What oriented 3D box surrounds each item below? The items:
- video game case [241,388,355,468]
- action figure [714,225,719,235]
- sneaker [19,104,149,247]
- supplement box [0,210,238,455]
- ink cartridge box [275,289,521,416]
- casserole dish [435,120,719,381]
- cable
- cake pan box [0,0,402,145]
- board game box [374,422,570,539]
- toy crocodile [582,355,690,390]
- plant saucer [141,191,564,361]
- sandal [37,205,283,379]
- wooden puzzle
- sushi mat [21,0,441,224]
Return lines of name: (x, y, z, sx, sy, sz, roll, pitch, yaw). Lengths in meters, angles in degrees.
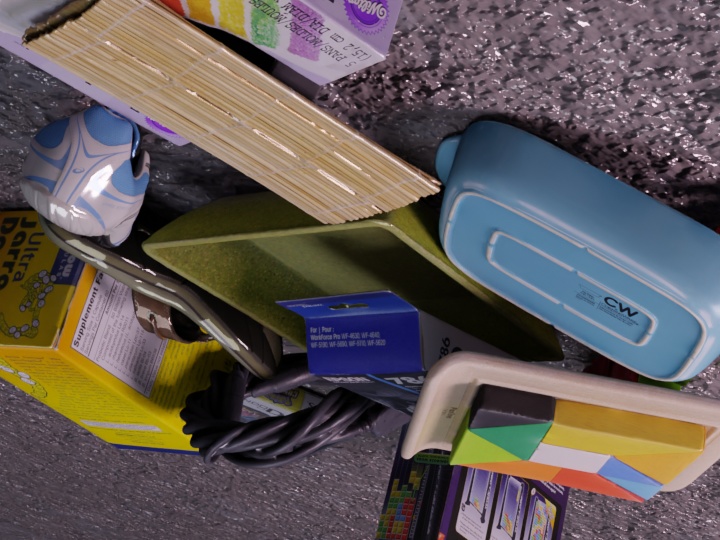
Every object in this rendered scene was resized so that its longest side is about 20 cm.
video game case: (-0.118, 0.126, 1.307, 0.180, 0.026, 0.200, 23, 156, -17)
action figure: (0.200, -0.004, 0.775, 0.065, 0.052, 0.200, 33, 150, -24)
sneaker: (-0.151, -0.057, 0.832, 0.072, 0.073, 0.200, 38, 177, -8)
supplement box: (-0.185, 0.050, 1.067, 0.109, 0.109, 0.200, 0, 152, 33)
ink cartridge box: (0.044, 0.065, 0.912, 0.099, 0.039, 0.200, -6, 155, 44)
casserole dish: (0.119, -0.003, 0.766, 0.200, 0.039, 0.121, 29, 154, 10)
cable: (-0.049, 0.088, 1.029, 0.163, 0.051, 0.200, 8, -160, 37)
cake pan box: (-0.104, -0.137, 0.663, 0.200, 0.052, 0.184, 30, 156, -32)
board game box: (0.092, 0.185, 1.122, 0.057, 0.166, 0.200, -2, 151, 32)
toy crocodile: (0.173, 0.078, 0.951, 0.062, 0.068, 0.200, 19, 155, -7)
plant saucer: (0.000, 0.000, 0.903, 0.200, 0.048, 0.200, -5, 152, 39)
sandal: (-0.133, 0.008, 0.969, 0.201, 0.080, 0.057, 35, 123, -20)
wooden puzzle: (0.130, 0.101, 0.868, 0.200, 0.037, 0.185, 6, 158, -1)
sushi mat: (-0.059, -0.075, 0.696, 0.200, 0.012, 0.096, 30, 152, -34)
